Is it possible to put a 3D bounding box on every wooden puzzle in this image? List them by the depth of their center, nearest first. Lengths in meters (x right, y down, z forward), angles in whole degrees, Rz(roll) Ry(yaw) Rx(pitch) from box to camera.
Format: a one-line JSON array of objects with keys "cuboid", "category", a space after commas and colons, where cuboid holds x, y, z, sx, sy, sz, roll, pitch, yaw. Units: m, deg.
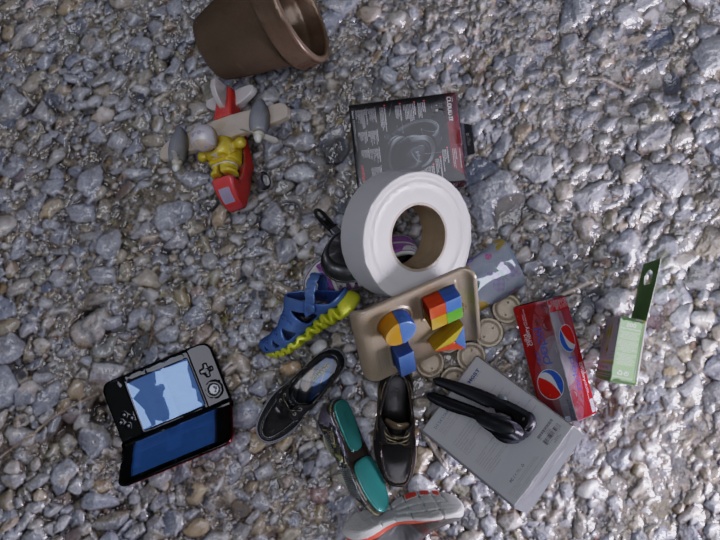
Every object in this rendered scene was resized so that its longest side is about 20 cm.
[{"cuboid": [0.092, 0.094, 1.556, 0.200, 0.185, 0.046, -20, 51, -6], "category": "wooden puzzle"}]

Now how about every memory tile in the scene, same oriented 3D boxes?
[{"cuboid": [0.159, 0.092, 1.679, 0.153, 0.017, 0.200, 36, 90, 5], "category": "memory tile"}]

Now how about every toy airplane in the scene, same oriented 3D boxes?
[{"cuboid": [-0.226, -0.222, 1.656, 0.199, 0.141, 0.200, 37, 105, 25], "category": "toy airplane"}]

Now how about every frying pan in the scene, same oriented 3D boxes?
[{"cuboid": [-0.016, -0.057, 1.633, 0.115, 0.031, 0.190, -17, 48, 7], "category": "frying pan"}]

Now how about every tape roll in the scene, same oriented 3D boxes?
[{"cuboid": [0.072, -0.054, 1.554, 0.202, 0.071, 0.203, -4, 99, -31], "category": "tape roll"}]

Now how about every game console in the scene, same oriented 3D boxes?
[{"cuboid": [-0.318, 0.231, 1.650, 0.200, 0.119, 0.173, -22, 86, 2], "category": "game console"}]

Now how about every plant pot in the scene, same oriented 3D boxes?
[{"cuboid": [-0.172, -0.398, 1.656, 0.174, 0.200, 0.201, -24, 86, 20], "category": "plant pot"}]

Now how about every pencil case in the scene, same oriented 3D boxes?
[{"cuboid": [0.168, 0.028, 1.633, 0.200, 0.083, 0.091, -30, 77, 2], "category": "pencil case"}]

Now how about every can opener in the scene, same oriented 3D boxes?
[{"cuboid": [0.184, 0.208, 1.555, 0.200, 0.079, 0.063, 25, 76, 45], "category": "can opener"}]

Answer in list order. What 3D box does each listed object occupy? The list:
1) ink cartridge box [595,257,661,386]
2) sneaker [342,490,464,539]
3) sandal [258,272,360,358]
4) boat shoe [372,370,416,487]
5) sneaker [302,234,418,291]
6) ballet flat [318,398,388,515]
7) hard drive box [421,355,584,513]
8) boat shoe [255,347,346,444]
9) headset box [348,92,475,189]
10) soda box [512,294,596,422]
[{"cuboid": [0.422, 0.079, 1.598, 0.048, 0.146, 0.200, 10, 87, 5], "category": "ink cartridge box"}, {"cuboid": [0.075, 0.421, 1.651, 0.200, 0.077, 0.082, -14, 113, 4], "category": "sneaker"}, {"cuboid": [-0.095, 0.069, 1.640, 0.200, 0.080, 0.087, -36, 99, 25], "category": "sandal"}, {"cuboid": [0.054, 0.255, 1.647, 0.074, 0.073, 0.200, -4, 87, 3], "category": "boat shoe"}, {"cuboid": [0.000, -0.001, 1.639, 0.200, 0.114, 0.073, -24, 107, 3], "category": "sneaker"}, {"cuboid": [-0.017, 0.310, 1.658, 0.072, 0.072, 0.201, -23, 82, 2], "category": "ballet flat"}, {"cuboid": [0.223, 0.256, 1.595, 0.200, 0.077, 0.156, 37, 90, 32], "category": "hard drive box"}, {"cuboid": [-0.100, 0.208, 1.663, 0.200, 0.066, 0.070, -43, 85, 0], "category": "boat shoe"}, {"cuboid": [0.088, -0.206, 1.669, 0.200, 0.077, 0.149, -7, 87, 2], "category": "headset box"}, {"cuboid": [0.313, 0.145, 1.631, 0.070, 0.063, 0.200, -17, 85, 43], "category": "soda box"}]
